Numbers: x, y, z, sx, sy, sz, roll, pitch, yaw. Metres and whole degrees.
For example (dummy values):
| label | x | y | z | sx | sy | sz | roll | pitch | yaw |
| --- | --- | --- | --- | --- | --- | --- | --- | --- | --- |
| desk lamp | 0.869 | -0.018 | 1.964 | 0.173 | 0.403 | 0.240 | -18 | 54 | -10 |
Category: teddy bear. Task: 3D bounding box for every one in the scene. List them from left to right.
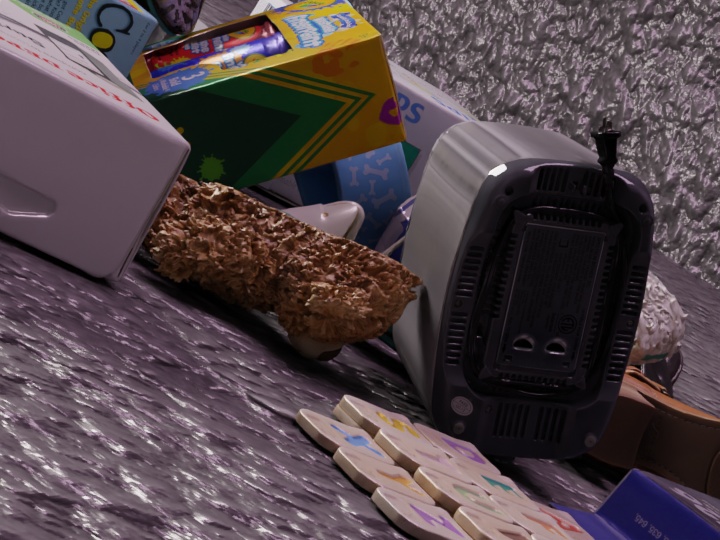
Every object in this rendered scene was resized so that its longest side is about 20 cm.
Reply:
| label | x | y | z | sx | sy | sz | roll | pitch | yaw |
| --- | --- | --- | --- | --- | --- | --- | --- | --- | --- |
| teddy bear | -0.068 | -0.007 | 1.308 | 0.199 | 0.067 | 0.145 | 25 | -2 | 2 |

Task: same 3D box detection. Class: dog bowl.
| label | x | y | z | sx | sy | sz | roll | pitch | yaw |
| --- | --- | --- | --- | --- | --- | --- | --- | --- | --- |
| dog bowl | -0.018 | -0.096 | 1.680 | 0.049 | 0.112 | 0.201 | -10 | 66 | -18 |

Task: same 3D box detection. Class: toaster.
| label | x | y | z | sx | sy | sz | roll | pitch | yaw |
| --- | --- | --- | --- | --- | --- | --- | --- | --- | --- |
| toaster | 0.086 | -0.002 | 1.323 | 0.113 | 0.201 | 0.129 | 5 | 16 | -18 |

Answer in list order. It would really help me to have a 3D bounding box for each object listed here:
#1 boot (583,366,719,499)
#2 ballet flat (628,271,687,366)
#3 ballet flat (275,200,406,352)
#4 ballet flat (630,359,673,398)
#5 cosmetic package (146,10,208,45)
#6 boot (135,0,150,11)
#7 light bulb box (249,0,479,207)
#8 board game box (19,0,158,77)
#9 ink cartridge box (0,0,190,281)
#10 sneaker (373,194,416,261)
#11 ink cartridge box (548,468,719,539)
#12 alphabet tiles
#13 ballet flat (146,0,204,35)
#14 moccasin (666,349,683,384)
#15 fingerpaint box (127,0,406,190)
| label | x | y | z | sx | sy | sz | roll | pitch | yaw |
| --- | --- | --- | --- | --- | --- | --- | --- | --- | --- |
| boot | 0.192 | 0.111 | 1.513 | 0.199 | 0.077 | 0.155 | 21 | 6 | -14 |
| ballet flat | 0.135 | -0.013 | 1.596 | 0.200 | 0.072 | 0.072 | 45 | 11 | 15 |
| ballet flat | 0.000 | 0.000 | 1.430 | 0.199 | 0.071 | 0.067 | 31 | -5 | 1 |
| ballet flat | 0.173 | 0.018 | 1.688 | 0.068 | 0.068 | 0.201 | 21 | 46 | -52 |
| cosmetic package | -0.148 | -0.147 | 1.766 | 0.106 | 0.091 | 0.200 | 26 | 6 | -27 |
| boot | -0.199 | -0.235 | 1.745 | 0.202 | 0.074 | 0.154 | -13 | 23 | 2 |
| light bulb box | -0.002 | -0.106 | 1.893 | 0.198 | 0.125 | 0.200 | 28 | 9 | -23 |
| board game box | -0.241 | -0.161 | 1.424 | 0.199 | 0.105 | 0.103 | 27 | 8 | -31 |
| ink cartridge box | -0.192 | -0.089 | 1.228 | 0.145 | 0.084 | 0.200 | 26 | 9 | -31 |
| sneaker | 0.086 | 0.014 | 1.635 | 0.115 | 0.081 | 0.199 | 32 | 6 | 24 |
| ink cartridge box | 0.226 | 0.178 | 1.276 | 0.197 | 0.047 | 0.200 | 38 | 8 | 38 |
| alphabet tiles | 0.065 | 0.119 | 1.149 | 0.195 | 0.015 | 0.200 | 25 | 9 | -36 |
| ballet flat | -0.123 | -0.250 | 1.618 | 0.072 | 0.072 | 0.201 | 23 | 41 | -42 |
| moccasin | 0.148 | 0.025 | 1.776 | 0.201 | 0.078 | 0.074 | 40 | 47 | -9 |
| fingerpaint box | -0.072 | -0.113 | 1.527 | 0.166 | 0.074 | 0.200 | -16 | 16 | -4 |
